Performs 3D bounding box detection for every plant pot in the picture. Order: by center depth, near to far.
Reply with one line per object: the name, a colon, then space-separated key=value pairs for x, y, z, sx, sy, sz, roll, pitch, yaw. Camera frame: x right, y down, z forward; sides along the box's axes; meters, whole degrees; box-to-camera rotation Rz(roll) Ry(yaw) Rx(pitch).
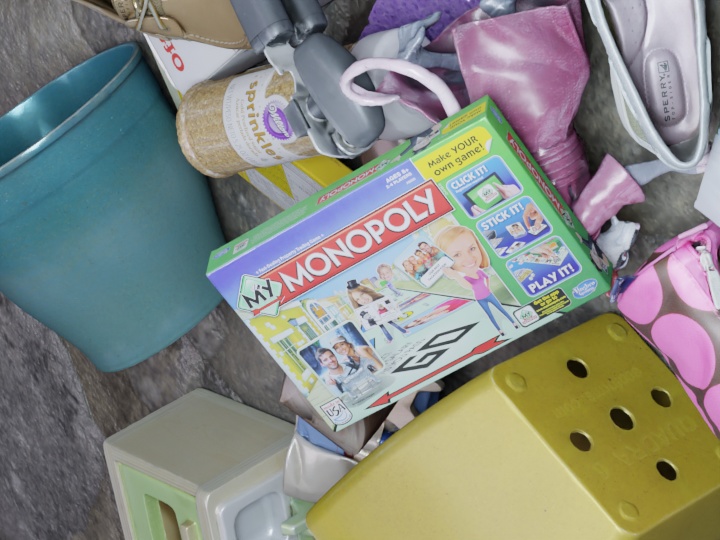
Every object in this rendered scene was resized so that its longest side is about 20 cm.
plant pot: x=0.123 y=0.144 z=1.579 sx=0.200 sy=0.199 sz=0.177 roll=49 pitch=133 yaw=19
plant pot: x=-0.194 y=-0.035 z=1.870 sx=0.200 sy=0.200 sz=0.188 roll=-11 pitch=118 yaw=55

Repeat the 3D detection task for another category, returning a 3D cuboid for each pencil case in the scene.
pencil case: x=0.233 y=0.066 z=1.455 sx=0.200 sy=0.091 sz=0.094 roll=52 pitch=151 yaw=10

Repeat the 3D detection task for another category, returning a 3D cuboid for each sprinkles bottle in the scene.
sprinkles bottle: x=-0.034 y=-0.106 z=1.629 sx=0.199 sy=0.068 sz=0.069 roll=-10 pitch=105 yaw=47

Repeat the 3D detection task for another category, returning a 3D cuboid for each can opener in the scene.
can opener: x=-0.038 y=-0.161 z=1.527 sx=0.067 sy=0.053 sz=0.201 roll=-37 pitch=75 yaw=48

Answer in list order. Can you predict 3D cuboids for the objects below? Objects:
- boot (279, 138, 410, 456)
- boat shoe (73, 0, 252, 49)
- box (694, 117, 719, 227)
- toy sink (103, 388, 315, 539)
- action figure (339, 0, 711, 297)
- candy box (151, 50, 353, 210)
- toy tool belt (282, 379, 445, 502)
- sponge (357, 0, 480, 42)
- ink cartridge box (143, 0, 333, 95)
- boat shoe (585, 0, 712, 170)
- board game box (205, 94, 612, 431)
boot: x=0.000 y=0.000 z=1.610 sx=0.064 sy=0.200 sz=0.187 roll=-20 pitch=101 yaw=42
boat shoe: x=-0.132 y=-0.179 z=1.636 sx=0.199 sy=0.064 sz=0.072 roll=22 pitch=130 yaw=43
box: x=0.279 y=-0.035 z=1.368 sx=0.200 sy=0.038 sz=0.137 roll=41 pitch=141 yaw=28
toy sink: x=-0.095 y=0.194 z=1.956 sx=0.199 sy=0.112 sz=0.131 roll=19 pitch=128 yaw=46
action figure: x=0.106 y=-0.067 z=1.475 sx=0.134 sy=0.149 sz=0.201 roll=-10 pitch=108 yaw=53
candy box: x=-0.064 y=-0.083 z=1.770 sx=0.200 sy=0.026 sz=0.102 roll=38 pitch=165 yaw=31
toy tool belt: x=0.022 y=0.092 z=1.751 sx=0.122 sy=0.125 sz=0.201 roll=16 pitch=136 yaw=7
sponge: x=0.067 y=-0.165 z=1.565 sx=0.112 sy=0.030 sz=0.200 roll=49 pitch=144 yaw=17
ink cartridge box: x=-0.083 y=-0.226 z=1.671 sx=0.147 sy=0.086 sz=0.200 roll=60 pitch=147 yaw=2
boat shoe: x=0.158 y=-0.156 z=1.391 sx=0.065 sy=0.074 sz=0.203 roll=-103 pitch=0 yaw=-70
board game box: x=0.028 y=0.000 z=1.472 sx=0.199 sy=0.029 sz=0.135 roll=-29 pitch=115 yaw=23
